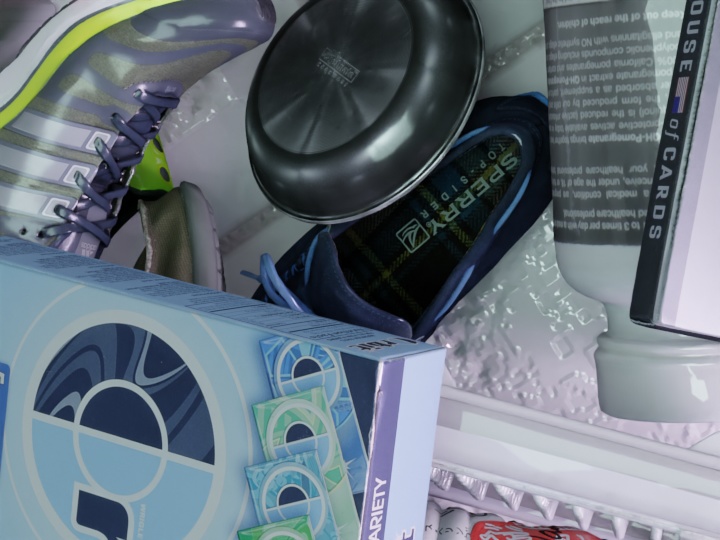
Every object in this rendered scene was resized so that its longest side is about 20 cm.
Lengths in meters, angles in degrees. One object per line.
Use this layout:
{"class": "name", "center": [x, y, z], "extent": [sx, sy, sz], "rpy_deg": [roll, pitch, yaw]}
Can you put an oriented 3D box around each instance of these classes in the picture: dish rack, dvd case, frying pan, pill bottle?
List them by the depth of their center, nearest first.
{"class": "dvd case", "center": [0.197, -0.037, 0.755], "extent": [0.199, 0.025, 0.151], "rpy_deg": [11, 89, -22]}
{"class": "dish rack", "center": [0.078, 0.074, 0.795], "extent": [0.199, 0.172, 0.044], "rpy_deg": [14, 82, 10]}
{"class": "pill bottle", "center": [0.126, -0.048, 0.798], "extent": [0.110, 0.111, 0.201], "rpy_deg": [-2, 95, 15]}
{"class": "frying pan", "center": [0.027, -0.094, 0.834], "extent": [0.190, 0.031, 0.115], "rpy_deg": [-35, 49, 18]}

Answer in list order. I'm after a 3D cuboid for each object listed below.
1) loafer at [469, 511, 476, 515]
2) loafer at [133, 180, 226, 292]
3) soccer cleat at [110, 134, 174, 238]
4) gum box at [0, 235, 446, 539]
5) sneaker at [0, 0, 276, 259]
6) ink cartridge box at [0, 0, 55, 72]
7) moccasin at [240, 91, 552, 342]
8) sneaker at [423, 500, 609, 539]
{"class": "loafer", "center": [-0.036, 0.154, 0.880], "extent": [0.199, 0.076, 0.069], "rpy_deg": [-16, 85, 15]}
{"class": "loafer", "center": [-0.093, 0.061, 0.829], "extent": [0.069, 0.075, 0.201], "rpy_deg": [7, 79, 0]}
{"class": "soccer cleat", "center": [-0.163, -0.001, 0.896], "extent": [0.200, 0.067, 0.081], "rpy_deg": [-38, 55, 14]}
{"class": "gum box", "center": [-0.073, 0.089, 0.743], "extent": [0.199, 0.044, 0.171], "rpy_deg": [13, 101, 33]}
{"class": "sneaker", "center": [-0.110, -0.044, 0.824], "extent": [0.200, 0.074, 0.081], "rpy_deg": [-32, 74, 21]}
{"class": "ink cartridge box", "center": [-0.234, -0.115, 0.842], "extent": [0.145, 0.200, 0.088], "rpy_deg": [40, 104, 8]}
{"class": "moccasin", "center": [0.000, 0.000, 0.857], "extent": [0.080, 0.068, 0.200], "rpy_deg": [42, 107, 7]}
{"class": "sneaker", "center": [0.037, 0.164, 0.823], "extent": [0.107, 0.067, 0.202], "rpy_deg": [15, 134, -2]}
